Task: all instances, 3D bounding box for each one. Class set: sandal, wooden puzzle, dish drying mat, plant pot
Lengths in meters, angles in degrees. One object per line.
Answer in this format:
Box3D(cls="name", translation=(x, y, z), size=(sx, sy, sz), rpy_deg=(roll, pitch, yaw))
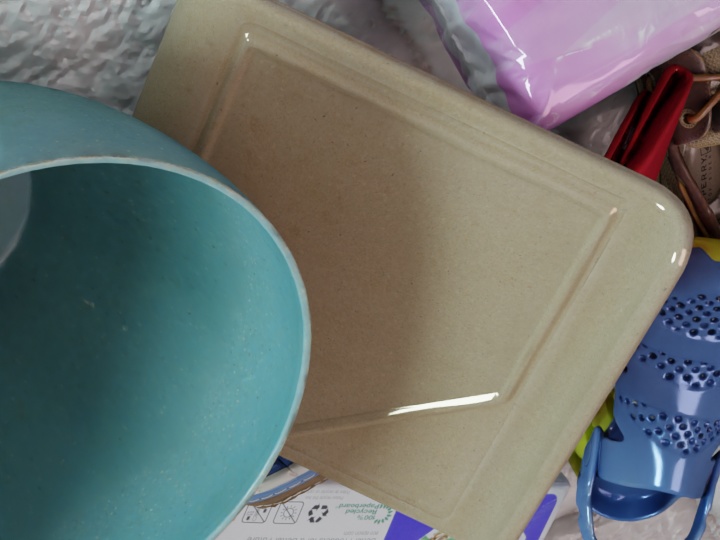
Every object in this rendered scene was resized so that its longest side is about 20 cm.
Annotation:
Box3D(cls="sandal", translation=(0.141, 0.066, 0.988), size=(0.079, 0.087, 0.200), rpy_deg=(9, 138, -1))
Box3D(cls="wooden puzzle", translation=(0.000, 0.000, 0.820), size=(0.185, 0.200, 0.037), rpy_deg=(-64, 177, 37))
Box3D(cls="dish drying mat", translation=(0.098, 0.002, 0.939), size=(0.077, 0.018, 0.200), rpy_deg=(-59, 168, -35))
Box3D(cls="plant pot", translation=(-0.136, 0.013, 0.767), size=(0.200, 0.135, 0.201), rpy_deg=(-18, 132, -22))

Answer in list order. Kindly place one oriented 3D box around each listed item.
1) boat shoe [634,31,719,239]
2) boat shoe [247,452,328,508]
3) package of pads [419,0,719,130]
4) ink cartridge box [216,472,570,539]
Box3D(cls="boat shoe", translation=(0.149, -0.080, 0.927), size=(0.072, 0.072, 0.200), rpy_deg=(-23, 133, -17))
Box3D(cls="boat shoe", translation=(0.022, 0.037, 0.930), size=(0.200, 0.072, 0.072), rpy_deg=(-38, 143, -9))
Box3D(cls="package of pads", translation=(0.106, -0.142, 0.817), size=(0.200, 0.076, 0.121), rpy_deg=(-31, 92, -10))
Box3D(cls="ink cartridge box", translation=(-0.024, 0.166, 1.025), size=(0.198, 0.043, 0.200), rpy_deg=(5, 118, -36))
